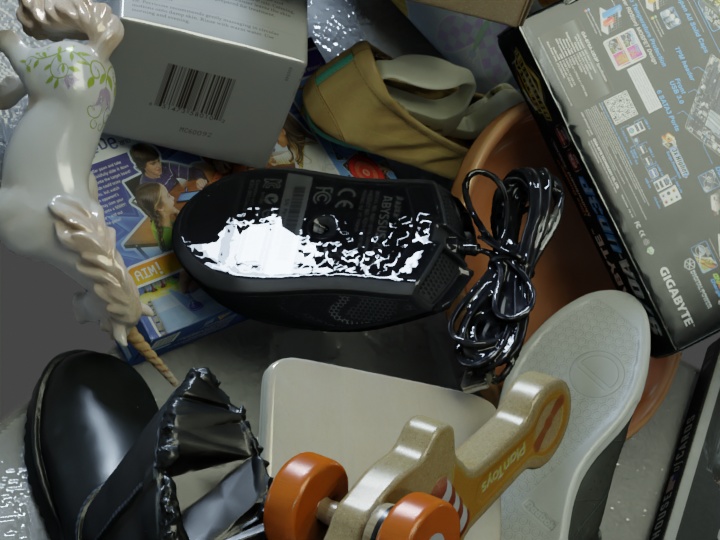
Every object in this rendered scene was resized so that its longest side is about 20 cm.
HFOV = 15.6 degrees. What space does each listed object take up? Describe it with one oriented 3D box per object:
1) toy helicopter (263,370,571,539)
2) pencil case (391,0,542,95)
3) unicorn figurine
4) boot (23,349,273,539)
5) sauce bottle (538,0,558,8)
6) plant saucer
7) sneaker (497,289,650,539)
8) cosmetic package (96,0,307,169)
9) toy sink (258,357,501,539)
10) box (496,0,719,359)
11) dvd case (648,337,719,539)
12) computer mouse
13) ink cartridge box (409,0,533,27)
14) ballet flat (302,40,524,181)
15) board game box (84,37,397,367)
[{"bbox_3d":[0.042,0.118,1.226,0.079,0.133,0.200,16,38,32],"label":"toy helicopter"},{"bbox_3d":[0.048,-0.194,1.559,0.200,0.091,0.083,47,9,6],"label":"pencil case"},{"bbox_3d":[-0.162,-0.047,1.334,0.074,0.137,0.201,-7,104,-59],"label":"unicorn figurine"},{"bbox_3d":[-0.102,0.098,1.259,0.073,0.163,0.199,6,59,-23],"label":"boot"},{"bbox_3d":[0.166,-0.119,1.504,0.200,0.066,0.066,51,49,-16],"label":"sauce bottle"},{"bbox_3d":[0.110,0.002,1.468,0.200,0.037,0.201,7,80,-46],"label":"plant saucer"},{"bbox_3d":[0.107,0.111,1.398,0.070,0.099,0.201,14,64,18],"label":"sneaker"},{"bbox_3d":[-0.087,-0.161,1.440,0.107,0.085,0.201,13,42,-12],"label":"cosmetic package"},{"bbox_3d":[-0.012,0.163,1.303,0.130,0.112,0.201,12,62,-22],"label":"toy sink"},{"bbox_3d":[0.188,-0.075,1.434,0.159,0.046,0.201,-27,89,-15],"label":"box"},{"bbox_3d":[0.242,0.151,1.501,0.150,0.025,0.200,30,52,-9],"label":"dvd case"},{"bbox_3d":[0.000,0.000,1.363,0.199,0.053,0.139,8,52,13],"label":"computer mouse"},{"bbox_3d":[0.009,-0.229,1.423,0.164,0.075,0.200,11,34,-17],"label":"ink cartridge box"},{"bbox_3d":[0.059,-0.082,1.488,0.199,0.063,0.069,13,43,-39],"label":"ballet flat"},{"bbox_3d":[-0.075,-0.042,1.438,0.199,0.034,0.136,-21,74,-36],"label":"board game box"}]
